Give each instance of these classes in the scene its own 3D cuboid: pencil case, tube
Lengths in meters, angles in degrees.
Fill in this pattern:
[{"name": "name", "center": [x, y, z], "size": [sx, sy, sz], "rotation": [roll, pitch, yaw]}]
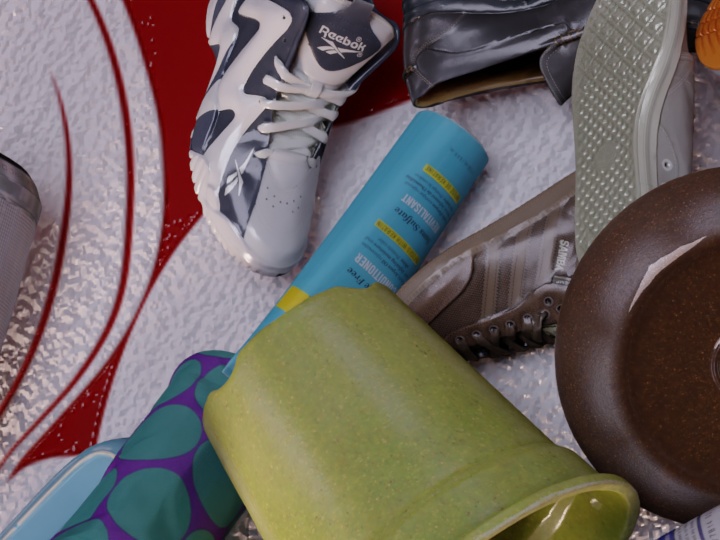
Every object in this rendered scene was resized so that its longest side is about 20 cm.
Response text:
[{"name": "pencil case", "center": [-0.115, 0.133, 1.577], "size": [0.092, 0.085, 0.200], "rotation": [-25, 19, 41]}, {"name": "tube", "center": [0.000, 0.000, 1.624], "size": [0.200, 0.077, 0.050], "rotation": [-56, 26, -15]}]

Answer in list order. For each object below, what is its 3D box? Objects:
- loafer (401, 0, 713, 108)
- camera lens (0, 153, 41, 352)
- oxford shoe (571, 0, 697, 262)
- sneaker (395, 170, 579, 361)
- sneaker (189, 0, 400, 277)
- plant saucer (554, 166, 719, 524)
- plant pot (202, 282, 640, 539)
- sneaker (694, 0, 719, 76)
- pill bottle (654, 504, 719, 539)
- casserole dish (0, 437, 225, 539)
[{"name": "loafer", "center": [0.119, -0.128, 1.625], "size": [0.199, 0.073, 0.073], "rotation": [-2, 71, 21]}, {"name": "camera lens", "center": [-0.289, 0.012, 1.699], "size": [0.159, 0.160, 0.201], "rotation": [9, 76, 25]}, {"name": "oxford shoe", "center": [0.157, -0.081, 1.550], "size": [0.075, 0.058, 0.201], "rotation": [-17, 62, 48]}, {"name": "sneaker", "center": [0.093, 0.014, 1.592], "size": [0.200, 0.070, 0.076], "rotation": [-37, 64, 8]}, {"name": "sneaker", "center": [-0.034, -0.106, 1.653], "size": [0.129, 0.079, 0.200], "rotation": [-31, 47, 51]}, {"name": "plant saucer", "center": [0.203, 0.046, 1.490], "size": [0.199, 0.037, 0.202], "rotation": [-1, 102, -3]}, {"name": "plant pot", "center": [0.016, 0.114, 1.511], "size": [0.200, 0.200, 0.184], "rotation": [-42, 65, 5]}, {"name": "sneaker", "center": [0.260, -0.163, 1.590], "size": [0.076, 0.092, 0.200], "rotation": [-11, 43, 52]}, {"name": "pill bottle", "center": [0.143, 0.215, 1.476], "size": [0.199, 0.120, 0.120], "rotation": [-29, 64, 11]}, {"name": "casserole dish", "center": [-0.170, 0.184, 1.663], "size": [0.200, 0.039, 0.121], "rotation": [-46, 63, 2]}]
